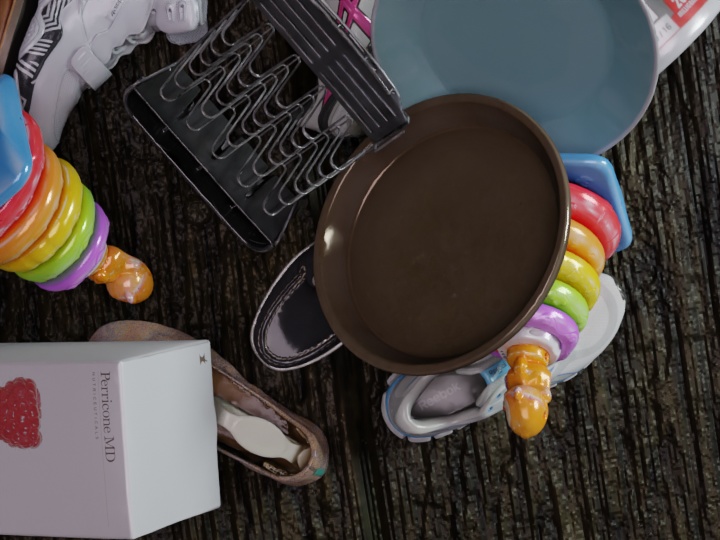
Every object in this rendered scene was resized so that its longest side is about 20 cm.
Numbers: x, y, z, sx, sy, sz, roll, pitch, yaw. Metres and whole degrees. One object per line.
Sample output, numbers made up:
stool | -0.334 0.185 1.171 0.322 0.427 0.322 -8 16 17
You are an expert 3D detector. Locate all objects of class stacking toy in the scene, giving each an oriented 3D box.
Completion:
stacking toy | 0.120 0.025 1.255 0.109 0.116 0.201 -2 57 19
stacking toy | -0.218 -0.030 1.280 0.110 0.116 0.200 -37 134 16

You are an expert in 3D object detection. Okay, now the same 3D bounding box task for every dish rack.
dish rack | -0.062 -0.111 1.255 0.154 0.200 0.055 47 54 -9

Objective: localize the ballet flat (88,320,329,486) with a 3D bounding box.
ballet flat | -0.110 0.095 1.328 0.199 0.067 0.068 26 92 -1

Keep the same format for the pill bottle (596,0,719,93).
pill bottle | 0.149 -0.222 1.287 0.114 0.114 0.200 -44 93 2

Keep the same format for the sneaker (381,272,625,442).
sneaker | 0.107 0.068 1.318 0.199 0.087 0.075 -33 91 1

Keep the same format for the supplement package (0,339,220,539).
supplement package | -0.213 0.114 1.268 0.199 0.120 0.122 -3 93 26

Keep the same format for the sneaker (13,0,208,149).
sneaker | -0.176 -0.165 1.310 0.114 0.075 0.201 18 90 1

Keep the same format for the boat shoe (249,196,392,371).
boat shoe | 0.000 0.000 1.326 0.200 0.060 0.074 -38 93 2

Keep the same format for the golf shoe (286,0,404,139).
golf shoe | -0.011 -0.195 1.310 0.091 0.073 0.202 2 93 1

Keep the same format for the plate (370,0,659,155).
plate | 0.105 -0.155 1.244 0.198 0.026 0.201 10 132 11

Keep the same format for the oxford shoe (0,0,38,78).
oxford shoe | -0.281 -0.143 1.316 0.071 0.071 0.201 23 94 3

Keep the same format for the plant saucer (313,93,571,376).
plant saucer | 0.057 -0.023 1.245 0.199 0.029 0.202 -13 65 29
